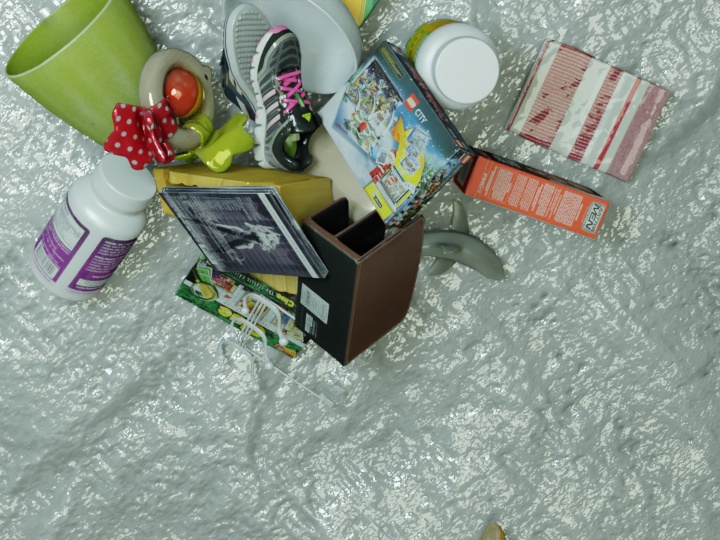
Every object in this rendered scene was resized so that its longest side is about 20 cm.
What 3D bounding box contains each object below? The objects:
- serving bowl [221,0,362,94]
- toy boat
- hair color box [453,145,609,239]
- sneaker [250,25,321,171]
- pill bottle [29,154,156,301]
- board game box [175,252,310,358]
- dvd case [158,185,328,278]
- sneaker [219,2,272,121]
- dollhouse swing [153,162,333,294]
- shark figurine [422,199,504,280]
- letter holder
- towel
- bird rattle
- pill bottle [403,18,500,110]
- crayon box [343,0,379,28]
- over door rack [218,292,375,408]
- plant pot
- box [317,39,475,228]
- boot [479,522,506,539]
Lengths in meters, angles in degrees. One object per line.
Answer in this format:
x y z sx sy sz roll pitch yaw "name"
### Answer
-0.080 -0.325 1.536 0.200 0.200 0.066 36 64 -13 "serving bowl"
0.009 -0.144 1.611 0.200 0.131 0.131 44 99 18 "toy boat"
0.239 -0.111 1.647 0.199 0.102 0.062 19 103 -10 "hair color box"
-0.091 -0.215 1.516 0.074 0.087 0.201 -24 129 -42 "sneaker"
-0.357 -0.060 1.574 0.112 0.112 0.200 34 123 -12 "pill bottle"
-0.158 0.051 1.670 0.199 0.024 0.105 29 142 -11 "board game box"
-0.150 -0.050 1.489 0.016 0.199 0.149 -57 133 -31 "dvd case"
-0.152 -0.270 1.545 0.078 0.079 0.201 -44 142 -24 "sneaker"
-0.155 -0.047 1.567 0.199 0.182 0.177 11 104 26 "dollhouse swing"
0.098 -0.021 1.669 0.213 0.090 0.129 -12 105 -3 "shark figurine"
0.000 0.000 1.551 0.142 0.100 0.201 -34 149 -34 "letter holder"
0.323 -0.228 1.664 0.199 0.023 0.145 22 104 -8 "towel"
-0.241 -0.201 1.489 0.112 0.199 0.164 -9 80 40 "bird rattle"
0.122 -0.272 1.541 0.110 0.200 0.112 -2 105 -6 "pill bottle"
-0.056 -0.421 1.560 0.200 0.058 0.119 35 99 -13 "crayon box"
-0.097 0.125 1.662 0.199 0.067 0.148 25 141 -7 "over door rack"
-0.328 -0.245 1.537 0.187 0.187 0.200 -36 121 5 "plant pot"
0.041 -0.173 1.477 0.137 0.200 0.038 -44 148 23 "box"
0.255 0.485 1.835 0.143 0.071 0.202 2 108 -11 "boot"
